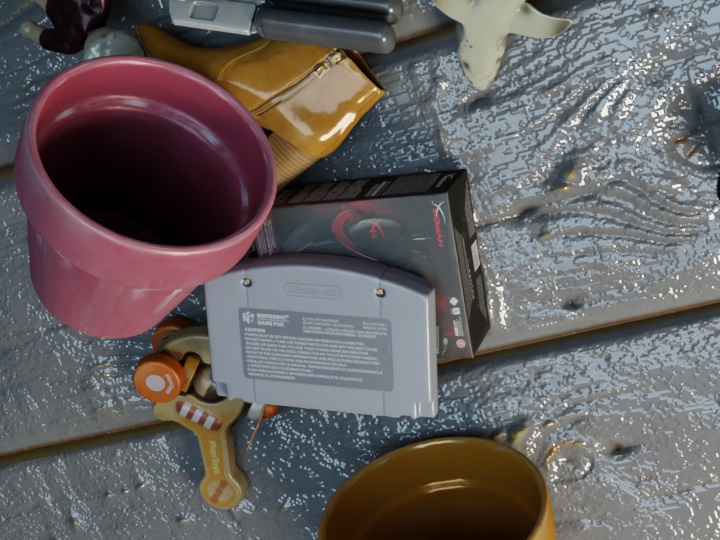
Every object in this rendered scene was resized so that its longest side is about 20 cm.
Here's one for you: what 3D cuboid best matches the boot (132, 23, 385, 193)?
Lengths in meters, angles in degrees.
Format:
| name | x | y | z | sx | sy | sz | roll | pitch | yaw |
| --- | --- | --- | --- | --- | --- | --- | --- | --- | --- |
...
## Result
| name | x | y | z | sx | sy | sz | roll | pitch | yaw |
| --- | --- | --- | --- | --- | --- | --- | --- | --- | --- |
| boot | -0.084 | -0.180 | 1.139 | 0.201 | 0.071 | 0.144 | 46 | 105 | 5 |

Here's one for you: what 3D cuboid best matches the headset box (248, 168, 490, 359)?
| name | x | y | z | sx | sy | sz | roll | pitch | yaw |
| --- | --- | --- | --- | --- | --- | --- | --- | --- | --- |
| headset box | 0.000 | 0.000 | 1.156 | 0.199 | 0.075 | 0.149 | -3 | 108 | 20 |

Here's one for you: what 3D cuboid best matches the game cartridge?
| name | x | y | z | sx | sy | sz | roll | pitch | yaw |
| --- | --- | --- | --- | --- | --- | --- | --- | --- | --- |
| game cartridge | -0.033 | 0.052 | 1.126 | 0.199 | 0.040 | 0.134 | 5 | 115 | 17 |

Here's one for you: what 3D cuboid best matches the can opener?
| name | x | y | z | sx | sy | sz | roll | pitch | yaw |
| --- | --- | --- | --- | --- | --- | --- | --- | --- | --- |
| can opener | -0.068 | -0.218 | 1.078 | 0.200 | 0.067 | 0.053 | 10 | 75 | 16 |

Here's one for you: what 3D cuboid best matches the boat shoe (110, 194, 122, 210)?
| name | x | y | z | sx | sy | sz | roll | pitch | yaw |
| --- | --- | --- | --- | --- | --- | --- | --- | --- | --- |
| boat shoe | -0.228 | -0.084 | 1.210 | 0.074 | 0.066 | 0.200 | -11 | 104 | 22 |

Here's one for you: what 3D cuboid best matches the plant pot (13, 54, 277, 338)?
| name | x | y | z | sx | sy | sz | roll | pitch | yaw |
| --- | --- | --- | --- | --- | --- | --- | --- | --- | --- |
| plant pot | -0.189 | -0.045 | 1.089 | 0.200 | 0.200 | 0.179 | 38 | 138 | 3 |

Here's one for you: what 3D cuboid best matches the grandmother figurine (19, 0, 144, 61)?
| name | x | y | z | sx | sy | sz | roll | pitch | yaw |
| --- | --- | --- | --- | --- | --- | --- | --- | --- | --- |
| grandmother figurine | -0.248 | -0.236 | 1.143 | 0.200 | 0.060 | 0.121 | 54 | 136 | 15 |

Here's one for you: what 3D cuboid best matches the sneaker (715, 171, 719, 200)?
| name | x | y | z | sx | sy | sz | roll | pitch | yaw |
| --- | --- | --- | --- | --- | --- | --- | --- | --- | --- |
| sneaker | 0.370 | -0.100 | 1.012 | 0.093 | 0.070 | 0.200 | 38 | 115 | -16 |

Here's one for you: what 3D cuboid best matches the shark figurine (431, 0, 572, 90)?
| name | x | y | z | sx | sy | sz | roll | pitch | yaw |
| --- | --- | --- | --- | --- | --- | --- | --- | --- | --- |
| shark figurine | 0.138 | -0.239 | 1.033 | 0.214 | 0.090 | 0.128 | -29 | 131 | 32 |

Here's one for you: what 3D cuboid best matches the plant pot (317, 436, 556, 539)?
| name | x | y | z | sx | sy | sz | roll | pitch | yaw |
| --- | --- | --- | --- | --- | --- | --- | --- | --- | --- |
| plant pot | 0.082 | 0.279 | 1.171 | 0.200 | 0.200 | 0.184 | -5 | 121 | 20 |

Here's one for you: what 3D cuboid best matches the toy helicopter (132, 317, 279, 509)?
| name | x | y | z | sx | sy | sz | roll | pitch | yaw |
| --- | --- | --- | --- | --- | --- | --- | --- | --- | --- |
| toy helicopter | -0.130 | 0.141 | 1.263 | 0.132 | 0.079 | 0.200 | 0 | 119 | 10 |
